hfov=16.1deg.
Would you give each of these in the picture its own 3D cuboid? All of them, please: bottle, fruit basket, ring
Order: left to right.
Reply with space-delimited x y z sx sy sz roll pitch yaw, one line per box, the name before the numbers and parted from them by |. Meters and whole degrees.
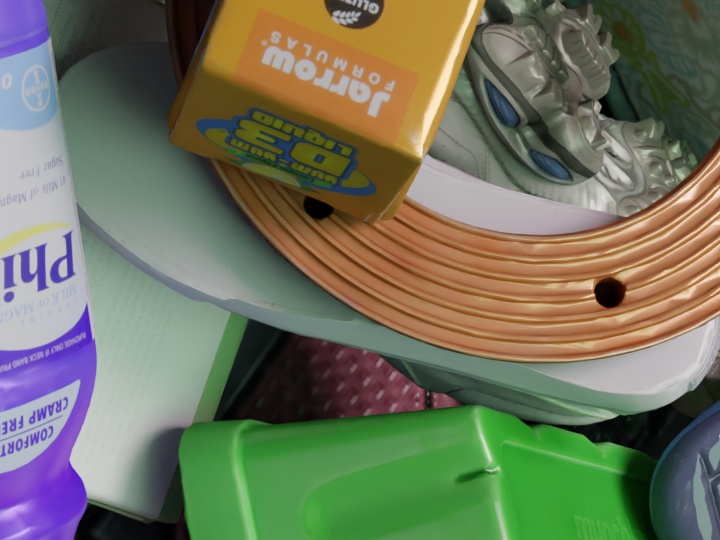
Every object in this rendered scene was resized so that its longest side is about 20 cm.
bottle | -0.111 0.018 0.667 0.083 0.065 0.200 -18 110 -35
fruit basket | 0.003 0.135 0.803 0.215 0.216 0.156 3 65 -38
ring | 0.045 -0.071 0.710 0.200 0.019 0.201 2 77 -10

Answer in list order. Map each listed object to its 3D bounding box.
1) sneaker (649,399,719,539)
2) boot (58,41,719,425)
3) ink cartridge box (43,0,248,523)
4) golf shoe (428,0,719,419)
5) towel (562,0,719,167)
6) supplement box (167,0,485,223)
sneaker | 0.160 0.047 0.836 0.200 0.082 0.074 -22 111 -34
boot | 0.000 0.000 0.745 0.200 0.096 0.074 22 73 -4
ink cartridge box | -0.115 -0.022 0.727 0.200 0.048 0.146 23 85 -36
golf shoe | 0.062 -0.015 0.848 0.200 0.097 0.078 52 31 -31
towel | 0.132 -0.095 0.823 0.048 0.171 0.200 -42 120 -26
supplement box | 0.015 -0.118 0.672 0.066 0.069 0.200 21 76 -7
